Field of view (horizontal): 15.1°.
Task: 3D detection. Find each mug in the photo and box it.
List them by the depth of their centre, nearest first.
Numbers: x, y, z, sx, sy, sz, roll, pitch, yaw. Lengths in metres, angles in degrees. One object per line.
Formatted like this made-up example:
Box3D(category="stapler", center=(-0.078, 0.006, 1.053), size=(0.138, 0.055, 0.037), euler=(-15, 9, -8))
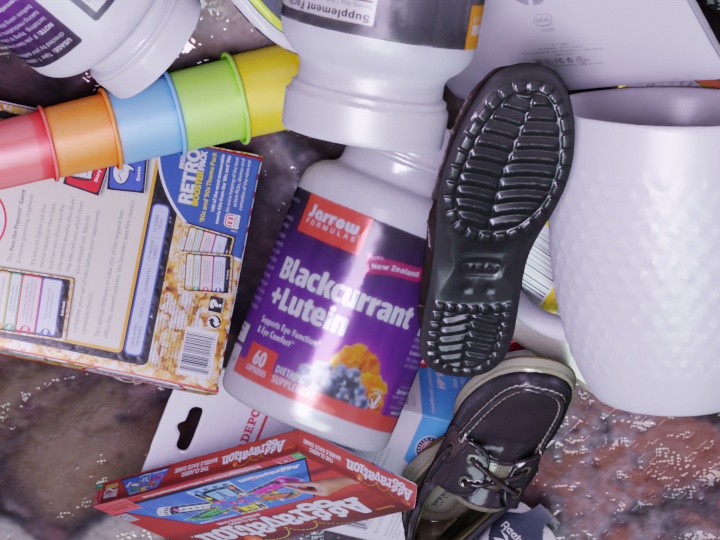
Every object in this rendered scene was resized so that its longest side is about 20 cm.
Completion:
Box3D(category="mug", center=(0.162, -0.013, 1.615), size=(0.199, 0.147, 0.176), euler=(7, 104, 30))

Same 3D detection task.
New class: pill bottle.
Box3D(category="pill bottle", center=(0.017, -0.173, 1.536), size=(0.116, 0.116, 0.201), euler=(8, 100, -8))
Box3D(category="pill bottle", center=(-0.189, -0.189, 1.560), size=(0.112, 0.113, 0.200), euler=(-39, 118, 22))
Box3D(category="pill bottle", center=(0.000, 0.000, 1.666), size=(0.111, 0.111, 0.201), euler=(21, 92, -16))

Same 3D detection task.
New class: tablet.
Box3D(category="tablet", center=(0.107, -0.154, 1.594), size=(0.199, 0.014, 0.130), euler=(-3, 134, 39))

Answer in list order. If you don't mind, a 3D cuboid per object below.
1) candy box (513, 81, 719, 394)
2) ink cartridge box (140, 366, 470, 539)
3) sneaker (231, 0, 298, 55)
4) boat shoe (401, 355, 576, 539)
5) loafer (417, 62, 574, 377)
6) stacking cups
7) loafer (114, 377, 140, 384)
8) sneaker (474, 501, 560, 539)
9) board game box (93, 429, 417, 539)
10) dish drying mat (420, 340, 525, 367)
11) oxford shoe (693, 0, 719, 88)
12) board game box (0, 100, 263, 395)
Box3D(category="candy box", center=(0.161, -0.033, 1.685), size=(0.102, 0.026, 0.200), euler=(33, 98, -9))
Box3D(category="ink cartridge box", center=(-0.036, 0.103, 1.798), size=(0.199, 0.067, 0.116), euler=(15, 124, -13))
Box3D(category="sneaker", center=(-0.054, -0.201, 1.584), size=(0.081, 0.074, 0.200), euler=(-36, 121, 18))
Box3D(category="boat shoe", center=(0.080, 0.123, 1.705), size=(0.073, 0.065, 0.200), euler=(13, 144, -14))
Box3D(category="loafer", center=(0.068, -0.037, 1.579), size=(0.073, 0.071, 0.201), euler=(9, 119, -15))
Box3D(category="stacking cups", center=(-0.131, -0.094, 1.632), size=(0.199, 0.061, 0.061), euler=(-12, 126, -12))
Box3D(category="loafer", center=(-0.190, 0.004, 1.722), size=(0.200, 0.068, 0.076), euler=(31, 118, -22))
Box3D(category="sneaker", center=(0.072, 0.207, 1.812), size=(0.199, 0.080, 0.130), euler=(-9, 143, -55))
Box3D(category="board game box", center=(-0.069, 0.145, 1.742), size=(0.103, 0.020, 0.200), euler=(27, 149, -36))
Box3D(category="dish drying mat", center=(0.137, 0.036, 1.761), size=(0.199, 0.077, 0.018), euler=(-10, 91, 5))
Box3D(category="oxford shoe", center=(0.168, -0.182, 1.607), size=(0.200, 0.071, 0.073), euler=(37, 111, -24))
Box3D(category="board game box", center=(-0.172, -0.016, 1.670), size=(0.199, 0.046, 0.152), euler=(12, 84, -12))
